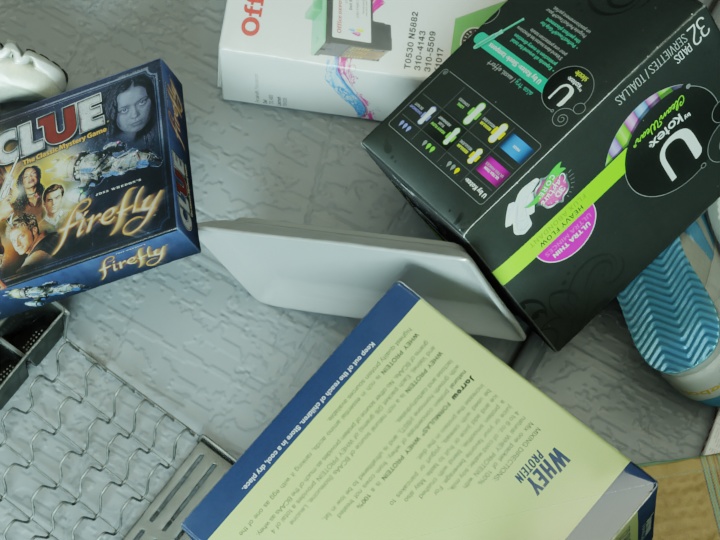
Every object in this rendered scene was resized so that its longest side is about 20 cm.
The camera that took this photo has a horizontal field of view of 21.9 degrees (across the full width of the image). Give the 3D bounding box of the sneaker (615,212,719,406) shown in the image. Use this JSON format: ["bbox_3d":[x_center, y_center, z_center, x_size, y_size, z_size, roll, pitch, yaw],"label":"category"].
[{"bbox_3d":[0.203,-0.001,1.225,0.076,0.081,0.200,-23,51,21],"label":"sneaker"}]

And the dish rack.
[{"bbox_3d":[-0.177,0.129,1.181,0.200,0.055,0.153,36,76,9],"label":"dish rack"}]

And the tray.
[{"bbox_3d":[0.000,0.000,1.160,0.200,0.107,0.022,7,66,29],"label":"tray"}]

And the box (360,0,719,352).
[{"bbox_3d":[0.132,-0.081,1.171,0.200,0.149,0.124,-44,47,-1],"label":"box"}]

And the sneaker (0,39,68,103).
[{"bbox_3d":[-0.297,-0.123,1.254,0.200,0.075,0.081,5,86,2],"label":"sneaker"}]

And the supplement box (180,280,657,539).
[{"bbox_3d":[0.041,0.157,1.118,0.200,0.134,0.200,37,78,19],"label":"supplement box"}]

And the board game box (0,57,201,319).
[{"bbox_3d":[-0.205,-0.044,1.193,0.200,0.035,0.136,-18,57,13],"label":"board game box"}]

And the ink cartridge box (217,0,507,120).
[{"bbox_3d":[0.010,-0.184,1.268,0.200,0.084,0.145,8,72,0],"label":"ink cartridge box"}]

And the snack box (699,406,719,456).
[{"bbox_3d":[0.237,0.171,1.196,0.072,0.024,0.200,23,73,6],"label":"snack box"}]

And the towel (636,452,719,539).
[{"bbox_3d":[0.179,0.192,1.169,0.200,0.022,0.147,-10,68,4],"label":"towel"}]

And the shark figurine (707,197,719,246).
[{"bbox_3d":[0.264,-0.013,1.219,0.128,0.090,0.215,-32,74,-13],"label":"shark figurine"}]
